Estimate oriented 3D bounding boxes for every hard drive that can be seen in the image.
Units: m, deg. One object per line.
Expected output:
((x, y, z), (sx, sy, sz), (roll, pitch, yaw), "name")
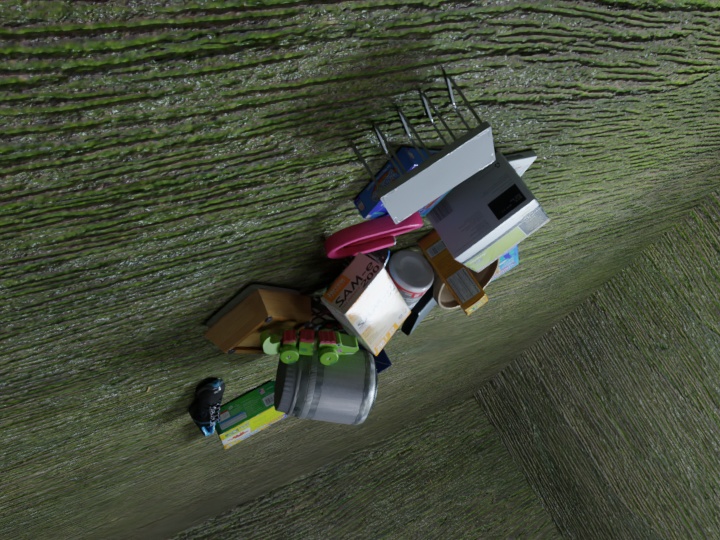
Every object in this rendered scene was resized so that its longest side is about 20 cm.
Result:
((0.187, 0.072, 2.020), (0.200, 0.033, 0.140), (-46, 167, -27), "hard drive")

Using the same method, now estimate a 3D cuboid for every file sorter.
((0.099, -0.196, 1.226), (0.199, 0.125, 0.139), (-33, 161, 4), "file sorter")

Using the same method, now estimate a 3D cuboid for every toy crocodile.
((-0.102, 0.144, 1.512), (0.198, 0.068, 0.062), (3, 131, -9), "toy crocodile")

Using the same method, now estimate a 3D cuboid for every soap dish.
((-0.202, 0.105, 1.552), (0.157, 0.082, 0.200), (-39, 158, 18), "soap dish")

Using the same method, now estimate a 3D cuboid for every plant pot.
((0.248, -0.005, 1.911), (0.200, 0.093, 0.202), (-28, 145, -22), "plant pot")

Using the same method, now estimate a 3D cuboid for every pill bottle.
((0.083, 0.051, 1.795), (0.113, 0.114, 0.200), (-17, 155, -35), "pill bottle")

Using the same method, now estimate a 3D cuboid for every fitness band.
((0.026, -0.068, 1.471), (0.199, 0.038, 0.144), (-16, 172, -11), "fitness band")

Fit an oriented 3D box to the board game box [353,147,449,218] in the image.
((0.102, -0.163, 1.426), (0.199, 0.045, 0.152), (-8, 150, -50), "board game box")

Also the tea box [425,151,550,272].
((0.269, -0.116, 1.588), (0.200, 0.134, 0.197), (-37, 158, 13), "tea box")

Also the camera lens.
((-0.072, 0.237, 1.594), (0.198, 0.161, 0.160), (10, 147, -13), "camera lens")

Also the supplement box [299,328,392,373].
((-0.058, 0.195, 1.779), (0.199, 0.135, 0.200), (-30, -169, -6), "supplement box")

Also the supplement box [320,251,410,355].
((0.016, 0.072, 1.545), (0.126, 0.073, 0.200), (-51, 145, -11), "supplement box")

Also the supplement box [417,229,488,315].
((0.214, 0.002, 1.748), (0.069, 0.201, 0.067), (-33, 161, 5), "supplement box")

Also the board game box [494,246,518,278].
((0.371, -0.023, 2.130), (0.152, 0.045, 0.200), (-33, 160, 2), "board game box")

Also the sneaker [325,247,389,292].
((0.000, 0.000, 1.651), (0.200, 0.078, 0.090), (-45, 176, 40), "sneaker")

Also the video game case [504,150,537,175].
((0.276, -0.182, 1.672), (0.181, 0.023, 0.200), (-16, 155, -37), "video game case")

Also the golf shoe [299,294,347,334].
((-0.096, 0.094, 1.663), (0.199, 0.089, 0.077), (-3, -174, 23), "golf shoe")

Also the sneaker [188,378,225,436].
((-0.362, 0.333, 1.848), (0.073, 0.082, 0.200), (-17, 154, -31), "sneaker")

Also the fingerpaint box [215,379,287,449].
((-0.309, 0.401, 2.097), (0.199, 0.074, 0.167), (-26, 158, -15), "fingerpaint box")
